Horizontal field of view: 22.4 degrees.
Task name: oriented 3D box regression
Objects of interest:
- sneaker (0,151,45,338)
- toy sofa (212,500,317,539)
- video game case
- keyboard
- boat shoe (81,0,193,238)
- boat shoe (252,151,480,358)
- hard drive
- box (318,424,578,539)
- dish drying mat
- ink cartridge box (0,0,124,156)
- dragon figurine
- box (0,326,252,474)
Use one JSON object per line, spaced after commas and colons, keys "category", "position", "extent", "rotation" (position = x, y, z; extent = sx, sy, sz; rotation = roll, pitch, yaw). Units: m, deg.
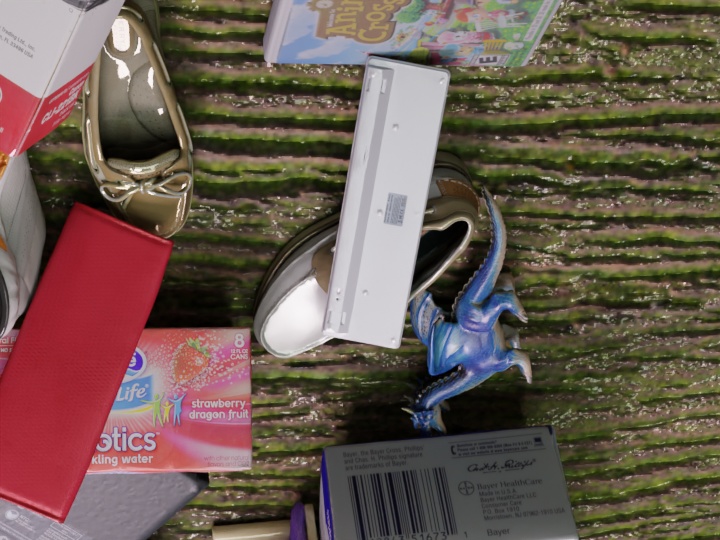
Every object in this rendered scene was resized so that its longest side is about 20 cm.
{"category": "sneaker", "position": [-0.245, -0.057, 1.196], "extent": [0.075, 0.092, 0.202], "rotation": [7, 105, 12]}
{"category": "toy sofa", "position": [-0.067, 0.278, 1.391], "extent": [0.082, 0.201, 0.098], "rotation": [-5, 134, -6]}
{"category": "video game case", "position": [0.040, -0.178, 1.119], "extent": [0.180, 0.022, 0.200], "rotation": [0, 161, -11]}
{"category": "keyboard", "position": [0.016, -0.043, 1.221], "extent": [0.056, 0.011, 0.202], "rotation": [8, 112, -5]}
{"category": "boat shoe", "position": [-0.147, -0.096, 1.184], "extent": [0.072, 0.063, 0.202], "rotation": [-6, 127, -6]}
{"category": "boat shoe", "position": [0.000, 0.000, 1.279], "extent": [0.200, 0.069, 0.075], "rotation": [-42, 123, 20]}
{"category": "hard drive", "position": [-0.232, 0.182, 1.391], "extent": [0.200, 0.033, 0.139], "rotation": [-40, 123, 19]}
{"category": "box", "position": [0.060, 0.221, 1.402], "extent": [0.182, 0.106, 0.201], "rotation": [-4, 143, -7]}
{"category": "dish drying mat", "position": [-0.194, 0.061, 1.210], "extent": [0.076, 0.018, 0.202], "rotation": [22, 86, -7]}
{"category": "ink cartridge box", "position": [-0.206, -0.194, 1.055], "extent": [0.144, 0.084, 0.201], "rotation": [33, 119, 2]}
{"category": "dragon figurine", "position": [0.070, 0.041, 1.329], "extent": [0.098, 0.059, 0.202], "rotation": [-11, 129, -3]}
{"category": "box", "position": [-0.177, 0.092, 1.273], "extent": [0.197, 0.095, 0.104], "rotation": [1, 83, -11]}
